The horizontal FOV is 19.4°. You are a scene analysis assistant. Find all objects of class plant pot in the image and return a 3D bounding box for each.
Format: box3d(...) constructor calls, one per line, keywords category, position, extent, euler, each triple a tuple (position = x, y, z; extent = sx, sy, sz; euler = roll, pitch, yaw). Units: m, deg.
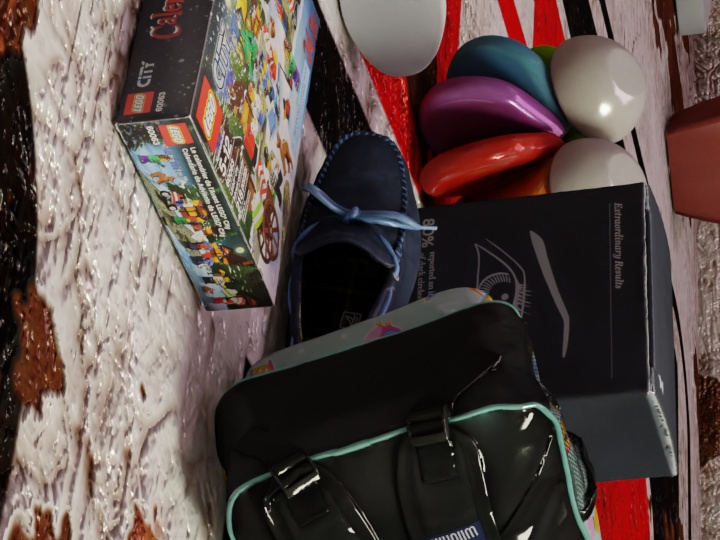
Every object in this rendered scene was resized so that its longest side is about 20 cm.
box3d(category="plant pot", position=(0.569, -0.174, 3.251), extent=(0.200, 0.176, 0.200), euler=(-51, 135, -70))

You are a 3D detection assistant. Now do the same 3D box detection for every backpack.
box3d(category="backpack", position=(0.032, 0.120, 1.058), extent=(0.153, 0.176, 0.200), euler=(-101, 169, -60))

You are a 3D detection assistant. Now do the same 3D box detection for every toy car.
box3d(category="toy car", position=(0.108, -0.086, 1.536), extent=(0.150, 0.175, 0.200), euler=(23, 57, -32))

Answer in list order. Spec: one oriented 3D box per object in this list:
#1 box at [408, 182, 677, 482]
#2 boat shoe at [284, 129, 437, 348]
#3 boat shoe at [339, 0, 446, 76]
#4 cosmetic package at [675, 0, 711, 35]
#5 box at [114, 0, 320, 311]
box3d(category="box", position=(0.084, 0.044, 1.249), extent=(0.104, 0.200, 0.148), euler=(65, 25, -53))
box3d(category="boat shoe", position=(0.000, 0.000, 1.169), extent=(0.069, 0.084, 0.200), euler=(84, 7, -57))
box3d(category="boat shoe", position=(0.014, -0.223, 1.335), extent=(0.057, 0.069, 0.200), euler=(-70, 149, -60))
box3d(category="cosmetic package", position=(0.563, -0.502, 3.581), extent=(0.200, 0.052, 0.151), euler=(-63, 144, -63))
box3d(category="box", position=(-0.065, -0.100, 1.041), extent=(0.137, 0.038, 0.200), euler=(69, 22, -48))
